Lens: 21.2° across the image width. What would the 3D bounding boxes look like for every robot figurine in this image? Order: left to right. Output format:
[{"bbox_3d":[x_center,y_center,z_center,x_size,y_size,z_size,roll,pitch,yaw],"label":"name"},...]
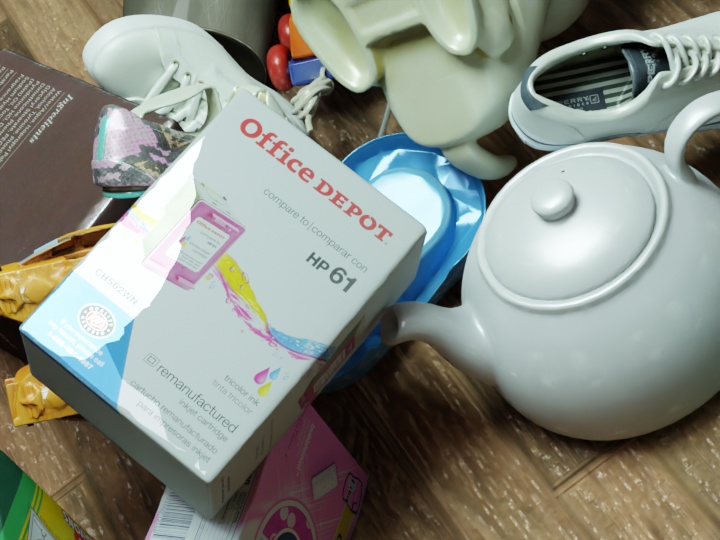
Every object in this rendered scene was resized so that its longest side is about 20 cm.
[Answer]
[{"bbox_3d":[-0.129,0.026,1.201,0.199,0.146,0.058,-12,11,-12],"label":"robot figurine"}]

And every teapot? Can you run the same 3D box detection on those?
[{"bbox_3d":[0.143,-0.007,1.154,0.197,0.146,0.201,4,57,31],"label":"teapot"}]

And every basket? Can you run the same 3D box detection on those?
[{"bbox_3d":[-0.120,-0.237,1.488,0.135,0.180,0.201,11,59,-15],"label":"basket"}]

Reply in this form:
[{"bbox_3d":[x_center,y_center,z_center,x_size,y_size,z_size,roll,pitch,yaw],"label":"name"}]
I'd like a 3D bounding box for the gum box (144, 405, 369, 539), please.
[{"bbox_3d":[-0.070,0.171,1.157,0.066,0.114,0.201,2,57,31],"label":"gum box"}]

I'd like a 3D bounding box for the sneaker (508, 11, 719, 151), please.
[{"bbox_3d":[0.190,-0.119,1.179,0.199,0.071,0.073,-18,80,-2],"label":"sneaker"}]

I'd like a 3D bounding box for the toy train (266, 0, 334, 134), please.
[{"bbox_3d":[-0.036,-0.189,1.373,0.084,0.116,0.200,-12,24,10],"label":"toy train"}]

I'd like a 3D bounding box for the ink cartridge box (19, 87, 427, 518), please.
[{"bbox_3d":[-0.077,0.016,1.111,0.144,0.085,0.200,37,70,10],"label":"ink cartridge box"}]

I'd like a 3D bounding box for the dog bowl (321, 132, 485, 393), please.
[{"bbox_3d":[0.000,0.000,1.279,0.200,0.050,0.111,-45,66,-9],"label":"dog bowl"}]

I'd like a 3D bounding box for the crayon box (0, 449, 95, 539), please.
[{"bbox_3d":[-0.176,0.224,1.116,0.058,0.200,0.173,-27,47,8],"label":"crayon box"}]

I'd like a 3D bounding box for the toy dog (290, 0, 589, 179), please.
[{"bbox_3d":[0.088,-0.179,1.268,0.139,0.194,0.200,-27,13,45],"label":"toy dog"}]

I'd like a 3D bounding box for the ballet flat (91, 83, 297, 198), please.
[{"bbox_3d":[-0.091,-0.085,1.239,0.069,0.199,0.072,9,99,41],"label":"ballet flat"}]

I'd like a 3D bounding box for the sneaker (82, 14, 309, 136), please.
[{"bbox_3d":[-0.101,-0.113,1.341,0.073,0.200,0.085,-51,43,17],"label":"sneaker"}]

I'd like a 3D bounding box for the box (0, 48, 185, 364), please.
[{"bbox_3d":[-0.202,-0.024,1.349,0.200,0.166,0.164,24,70,40],"label":"box"}]

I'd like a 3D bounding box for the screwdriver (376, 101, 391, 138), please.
[{"bbox_3d":[0.014,-0.082,1.365,0.028,0.029,0.201,-27,37,55],"label":"screwdriver"}]
